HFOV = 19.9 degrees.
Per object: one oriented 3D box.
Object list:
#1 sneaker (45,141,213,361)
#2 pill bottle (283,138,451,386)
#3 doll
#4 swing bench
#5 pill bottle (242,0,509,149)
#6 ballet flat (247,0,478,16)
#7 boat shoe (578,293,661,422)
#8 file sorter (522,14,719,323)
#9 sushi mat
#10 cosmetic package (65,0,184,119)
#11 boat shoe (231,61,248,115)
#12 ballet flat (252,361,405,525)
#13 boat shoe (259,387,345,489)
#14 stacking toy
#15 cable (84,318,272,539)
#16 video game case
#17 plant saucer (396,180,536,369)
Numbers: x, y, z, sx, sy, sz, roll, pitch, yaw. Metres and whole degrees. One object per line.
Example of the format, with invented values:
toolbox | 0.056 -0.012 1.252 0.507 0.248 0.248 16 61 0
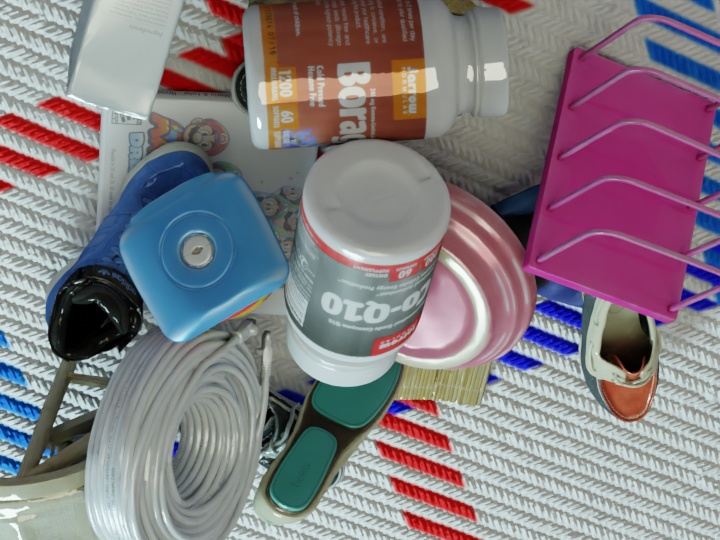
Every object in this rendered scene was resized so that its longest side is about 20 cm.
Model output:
sneaker | -0.187 -0.008 1.671 0.077 0.111 0.200 37 107 -23
pill bottle | 0.000 0.000 1.608 0.113 0.114 0.200 2 145 -8
doll | 0.148 -0.021 1.756 0.199 0.049 0.137 17 121 -23
swing bench | -0.228 0.212 1.742 0.129 0.200 0.199 6 122 24
pill bottle | 0.011 -0.155 1.579 0.199 0.112 0.113 -4 118 -3
ballet flat | 0.009 -0.221 1.644 0.199 0.071 0.071 0 118 -9
boat shoe | 0.227 0.064 1.769 0.071 0.063 0.200 -14 131 -4
file sorter | 0.237 -0.084 1.646 0.139 0.125 0.201 20 70 -17
sushi mat | 0.082 0.032 1.808 0.095 0.012 0.201 7 117 -11
cosmetic package | -0.171 -0.231 1.591 0.074 0.102 0.200 15 113 -14
boat shoe | -0.004 -0.152 1.665 0.199 0.060 0.076 -5 95 -9
ballet flat | -0.030 0.143 1.782 0.200 0.069 0.070 -51 121 -29
boat shoe | -0.085 0.137 1.811 0.074 0.068 0.199 -34 116 11
stacking toy | -0.105 -0.002 1.663 0.116 0.200 0.110 -30 77 6
cable | -0.150 0.142 1.667 0.069 0.200 0.201 11 104 27
video game case | -0.131 -0.055 1.730 0.181 0.024 0.201 2 117 -8
plant saucer | 0.047 0.010 1.717 0.200 0.051 0.201 16 135 17
